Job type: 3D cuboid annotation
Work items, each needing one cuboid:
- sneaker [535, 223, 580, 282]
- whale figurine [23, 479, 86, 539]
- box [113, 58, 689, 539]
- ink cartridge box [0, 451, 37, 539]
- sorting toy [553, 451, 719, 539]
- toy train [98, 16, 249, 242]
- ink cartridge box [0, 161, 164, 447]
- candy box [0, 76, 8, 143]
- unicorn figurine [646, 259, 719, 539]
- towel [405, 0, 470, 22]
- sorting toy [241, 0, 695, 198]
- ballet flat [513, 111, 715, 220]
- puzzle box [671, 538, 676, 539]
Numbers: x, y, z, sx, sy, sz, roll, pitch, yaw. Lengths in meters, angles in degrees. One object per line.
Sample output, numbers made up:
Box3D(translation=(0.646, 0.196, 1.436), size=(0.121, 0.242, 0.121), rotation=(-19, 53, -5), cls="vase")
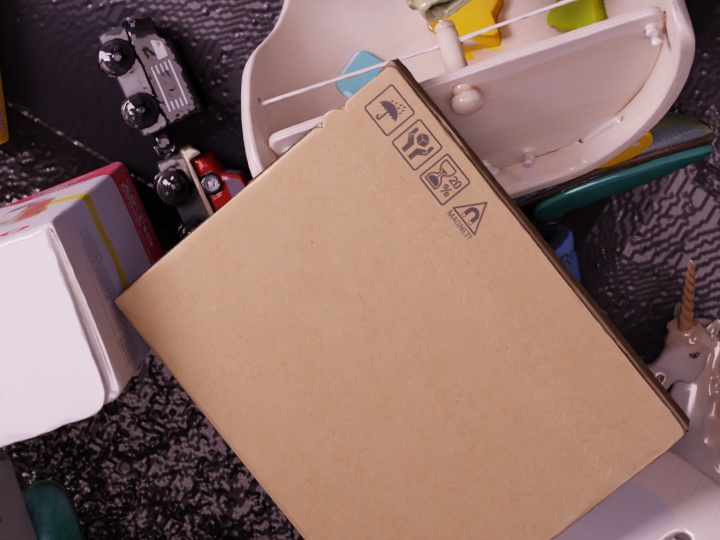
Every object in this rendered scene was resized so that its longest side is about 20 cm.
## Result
Box3D(translation=(0.000, 0.000, 0.953), size=(0.198, 0.066, 0.079), rotation=(4, 119, -5), cls="sneaker")
Box3D(translation=(-0.116, 0.201, 1.051), size=(0.159, 0.104, 0.200), rotation=(-41, 98, 9), cls="whale figurine")
Box3D(translation=(0.016, 0.039, 0.902), size=(0.163, 0.021, 0.200), rotation=(-39, 91, 12), cls="box")
Box3D(translation=(-0.235, 0.183, 0.947), size=(0.199, 0.145, 0.146), rotation=(-19, 89, 0), cls="ink cartridge box")
Box3D(translation=(0.080, 0.137, 0.961), size=(0.179, 0.107, 0.202), rotation=(19, 94, 34), cls="sorting toy")
Box3D(translation=(-0.073, -0.031, 1.045), size=(0.046, 0.034, 0.201), rotation=(-25, 98, -6), cls="toy train")
Box3D(translation=(-0.172, 0.023, 0.972), size=(0.144, 0.200, 0.084), rotation=(-21, 99, 6), cls="ink cartridge box")
Box3D(translation=(-0.278, -0.104, 1.042), size=(0.198, 0.026, 0.103), rotation=(-5, 97, 3), cls="candy box")
Box3D(translation=(0.162, 0.115, 1.023), size=(0.137, 0.074, 0.200), rotation=(-44, 101, -11), cls="unicorn figurine")
Box3D(translation=(0.059, -0.209, 0.948), size=(0.147, 0.037, 0.201), rotation=(-21, 55, 7), cls="towel")
Box3D(translation=(0.044, -0.128, 0.973), size=(0.199, 0.107, 0.181), rotation=(-17, 64, 12), cls="sorting toy")
Box3D(translation=(0.071, -0.048, 1.020), size=(0.199, 0.074, 0.075), rotation=(-24, 99, 3), cls="ballet flat")
Box3D(translation=(0.092, 0.171, 1.077), size=(0.198, 0.025, 0.134), rotation=(5, 99, 2), cls="puzzle box")
